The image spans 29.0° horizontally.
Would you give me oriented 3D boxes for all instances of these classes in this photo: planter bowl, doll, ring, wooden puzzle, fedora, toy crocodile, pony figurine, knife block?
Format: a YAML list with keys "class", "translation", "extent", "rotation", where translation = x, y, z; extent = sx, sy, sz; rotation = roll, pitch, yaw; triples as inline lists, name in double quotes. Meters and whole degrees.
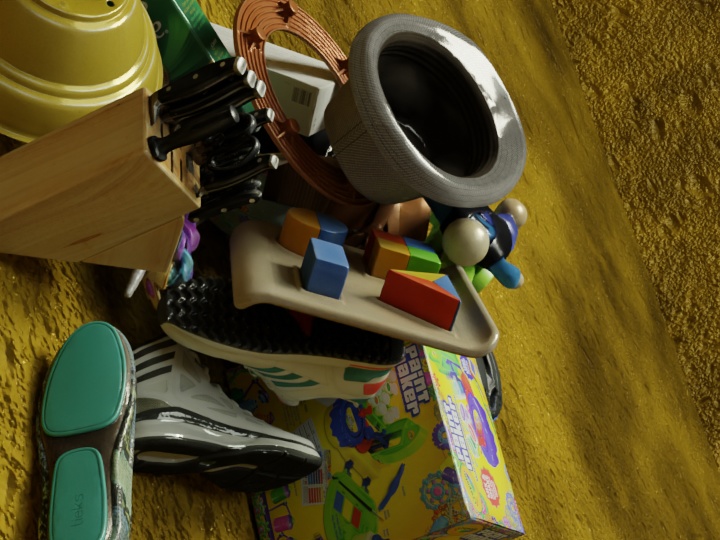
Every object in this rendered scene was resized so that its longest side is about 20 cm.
- class: "planter bowl"
  translation: [-0.225, -0.195, 1.027]
  extent: [0.198, 0.084, 0.202]
  rotation: [17, 50, -21]
- class: "doll"
  translation: [0.099, -0.042, 1.226]
  extent: [0.137, 0.048, 0.200]
  rotation: [46, 19, -2]
- class: "ring"
  translation: [-0.035, -0.147, 1.170]
  extent: [0.200, 0.019, 0.202]
  rotation: [41, 35, -36]
- class: "wooden puzzle"
  translation: [0.000, 0.000, 1.085]
  extent: [0.185, 0.197, 0.047]
  rotation: [-109, -148, -70]
- class: "fedora"
  translation: [0.041, -0.118, 1.155]
  extent: [0.199, 0.090, 0.178]
  rotation: [-24, 85, -54]
- class: "toy crocodile"
  translation: [0.086, -0.019, 1.316]
  extent: [0.067, 0.062, 0.200]
  rotation: [42, 22, -12]
- class: "pony figurine"
  translation: [-0.163, -0.083, 1.127]
  extent: [0.192, 0.166, 0.201]
  rotation: [-30, 90, -49]
- class: "knife block"
  translation: [-0.161, -0.081, 0.961]
  extent: [0.197, 0.176, 0.065]
  rotation: [7, 48, -17]

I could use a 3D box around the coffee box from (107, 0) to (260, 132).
- class: "coffee box"
  translation: [-0.184, -0.185, 1.195]
  extent: [0.201, 0.122, 0.044]
  rotation: [58, 25, -23]

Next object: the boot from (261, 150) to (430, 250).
- class: "boot"
  translation: [-0.027, 0.000, 1.246]
  extent: [0.154, 0.203, 0.077]
  rotation: [14, 4, -24]

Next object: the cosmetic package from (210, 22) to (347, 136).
- class: "cosmetic package"
  translation: [-0.112, -0.182, 1.273]
  extent: [0.082, 0.198, 0.051]
  rotation: [-37, 144, -59]

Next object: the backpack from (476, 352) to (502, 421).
- class: "backpack"
  translation: [0.041, 0.085, 1.366]
  extent: [0.162, 0.167, 0.202]
  rotation: [-2, 62, -62]

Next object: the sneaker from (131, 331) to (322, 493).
- class: "sneaker"
  translation: [-0.111, 0.102, 1.092]
  extent: [0.199, 0.075, 0.117]
  rotation: [20, 47, -46]

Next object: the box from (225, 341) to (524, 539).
- class: "box"
  translation: [0.010, 0.155, 1.194]
  extent: [0.122, 0.191, 0.202]
  rotation: [30, 41, -57]

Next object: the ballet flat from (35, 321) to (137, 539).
- class: "ballet flat"
  translation: [-0.184, 0.129, 0.951]
  extent: [0.074, 0.074, 0.202]
  rotation: [47, 30, -40]

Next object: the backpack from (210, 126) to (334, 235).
- class: "backpack"
  translation: [-0.068, -0.103, 1.337]
  extent: [0.200, 0.165, 0.128]
  rotation: [-62, 169, -64]

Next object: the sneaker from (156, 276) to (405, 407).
- class: "sneaker"
  translation: [-0.069, 0.069, 1.091]
  extent: [0.197, 0.094, 0.071]
  rotation: [10, 43, -19]
